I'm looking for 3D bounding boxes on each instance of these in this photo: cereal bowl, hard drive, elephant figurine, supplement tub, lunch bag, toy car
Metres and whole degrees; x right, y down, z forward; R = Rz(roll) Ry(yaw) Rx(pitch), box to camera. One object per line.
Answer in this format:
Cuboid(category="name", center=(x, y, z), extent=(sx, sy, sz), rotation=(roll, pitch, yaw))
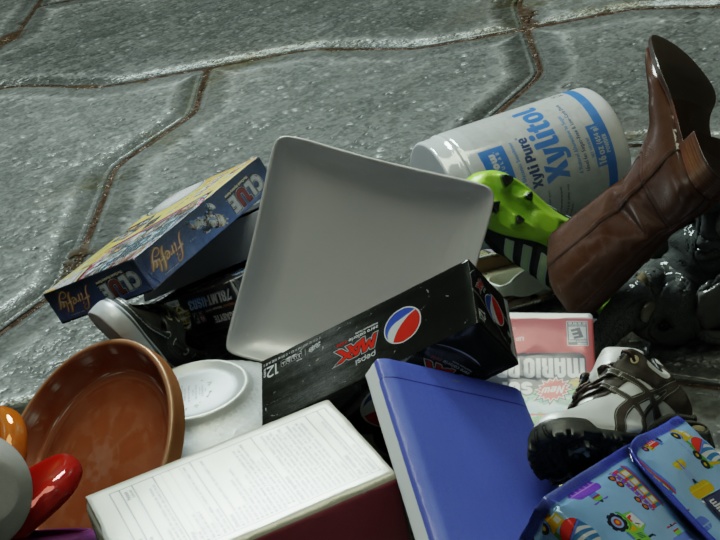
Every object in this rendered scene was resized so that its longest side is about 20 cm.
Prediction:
Cuboid(category="cereal bowl", center=(-0.130, 0.134, 1.211), extent=(0.199, 0.084, 0.200), rotation=(-9, 27, 5))
Cuboid(category="hard drive", center=(-0.113, -0.034, 1.408), extent=(0.200, 0.042, 0.135), rotation=(-22, 8, 24))
Cuboid(category="elephant figurine", center=(0.289, 0.007, 1.262), extent=(0.155, 0.200, 0.142), rotation=(23, 19, 10))
Cuboid(category="supplement tub", center=(0.167, -0.102, 1.501), extent=(0.200, 0.132, 0.132), rotation=(-20, 27, -16))
Cuboid(category="lunch bag", center=(0.209, 0.185, 0.923), extent=(0.151, 0.094, 0.200), rotation=(43, 42, 22))
Cuboid(category="hard drive", center=(0.085, 0.152, 1.005), extent=(0.132, 0.025, 0.200), rotation=(14, 37, -29))
Cuboid(category="toy car", center=(-0.262, 0.196, 1.041), extent=(0.150, 0.201, 0.175), rotation=(-11, 0, -39))

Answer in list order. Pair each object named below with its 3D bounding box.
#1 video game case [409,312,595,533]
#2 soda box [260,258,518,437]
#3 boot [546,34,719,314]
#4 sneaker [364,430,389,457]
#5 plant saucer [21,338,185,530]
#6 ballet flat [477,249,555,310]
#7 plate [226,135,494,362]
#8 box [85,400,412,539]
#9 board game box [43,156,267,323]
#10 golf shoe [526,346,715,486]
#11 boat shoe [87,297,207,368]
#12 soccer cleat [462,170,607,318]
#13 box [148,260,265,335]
Cuboid(category="video game case", center=(0.112, 0.114, 1.116), extent=(0.143, 0.017, 0.200), rotation=(1, 50, 5))
Cuboid(category="soda box", center=(0.019, 0.073, 1.117), extent=(0.200, 0.063, 0.071), rotation=(-28, 42, 23))
Cuboid(category="boot", center=(0.218, -0.077, 1.221), extent=(0.064, 0.200, 0.187), rotation=(20, 43, -25))
Cuboid(category="sneaker", center=(0.062, 0.123, 1.166), extent=(0.200, 0.074, 0.079), rotation=(-7, 32, 10))
Cuboid(category="plant saucer", center=(-0.213, 0.153, 1.154), extent=(0.200, 0.032, 0.201), rotation=(-20, 55, 32))
Cuboid(category="ballet flat", center=(0.108, 0.014, 1.355), extent=(0.200, 0.072, 0.072), rotation=(-14, 26, -7))
Cuboid(category="plate", center=(0.000, 0.000, 1.262), extent=(0.199, 0.201, 0.032), rotation=(14, 6, 7))
Cuboid(category="box", center=(-0.077, 0.197, 1.033), extent=(0.200, 0.109, 0.128), rotation=(-21, 28, -17))
Cuboid(category="board game box", center=(-0.184, -0.029, 1.338), extent=(0.135, 0.035, 0.200), rotation=(-19, 18, 41))
Cuboid(category="golf shoe", center=(0.175, 0.102, 1.047), extent=(0.078, 0.095, 0.200), rotation=(-31, -23, 32))
Cuboid(category="boat shoe", center=(-0.186, 0.056, 1.283), extent=(0.069, 0.200, 0.057), rotation=(37, 80, 17))
Cuboid(category="soccer cleat", center=(0.164, -0.023, 1.310), extent=(0.068, 0.200, 0.081), rotation=(-59, 21, -18))
Cuboid(category="box", center=(-0.086, 0.002, 1.415), extent=(0.200, 0.050, 0.198), rotation=(-29, 9, -33))
